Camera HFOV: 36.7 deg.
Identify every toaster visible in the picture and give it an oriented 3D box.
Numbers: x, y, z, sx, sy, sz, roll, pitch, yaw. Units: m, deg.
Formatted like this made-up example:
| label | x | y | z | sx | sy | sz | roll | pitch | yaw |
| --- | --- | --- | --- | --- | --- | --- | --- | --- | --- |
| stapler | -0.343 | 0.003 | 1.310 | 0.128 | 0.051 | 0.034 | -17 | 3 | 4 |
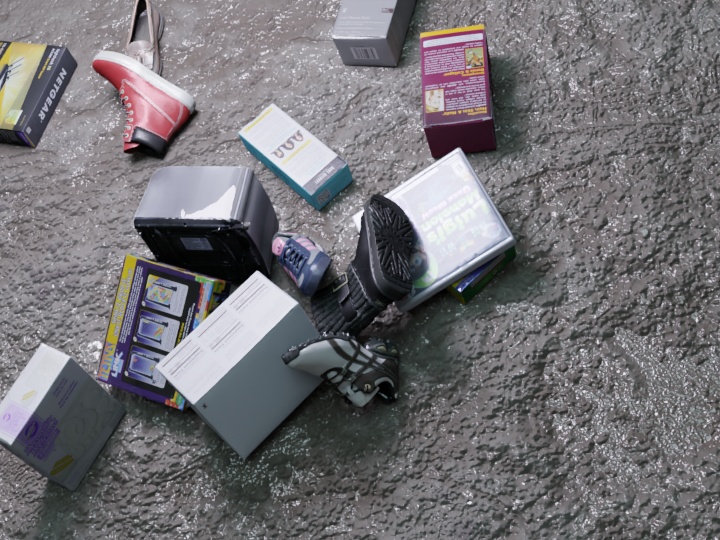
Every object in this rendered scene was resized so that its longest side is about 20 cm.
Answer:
| label | x | y | z | sx | sy | sz | roll | pitch | yaw |
| --- | --- | --- | --- | --- | --- | --- | --- | --- | --- |
| toaster | -0.226 | -0.065 | 1.681 | 0.199 | 0.181 | 0.119 | 1 | 59 | 16 |

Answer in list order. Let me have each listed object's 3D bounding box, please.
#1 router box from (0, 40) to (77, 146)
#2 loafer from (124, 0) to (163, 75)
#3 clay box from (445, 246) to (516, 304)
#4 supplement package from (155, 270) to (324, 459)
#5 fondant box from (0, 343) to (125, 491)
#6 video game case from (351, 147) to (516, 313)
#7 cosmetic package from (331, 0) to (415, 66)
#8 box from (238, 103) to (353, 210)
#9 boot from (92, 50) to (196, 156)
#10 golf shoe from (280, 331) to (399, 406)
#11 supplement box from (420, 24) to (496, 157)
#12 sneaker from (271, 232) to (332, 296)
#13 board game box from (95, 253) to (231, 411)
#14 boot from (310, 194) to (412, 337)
| label | x | y | z | sx | sy | sz | roll | pitch | yaw |
| --- | --- | --- | --- | --- | --- | --- | --- | --- | --- |
| router box | -0.640 | -0.331 | 2.020 | 0.157 | 0.052 | 0.200 | 8 | 63 | 19 |
| loafer | -0.406 | -0.417 | 2.003 | 0.072 | 0.063 | 0.200 | -6 | 59 | 9 |
| clay box | 0.127 | -0.053 | 1.660 | 0.115 | 0.048 | 0.200 | -43 | 60 | -10 |
| supplement package | -0.157 | 0.136 | 1.550 | 0.200 | 0.156 | 0.111 | -44 | 46 | -12 |
| fondant box | -0.433 | 0.214 | 1.558 | 0.058 | 0.200 | 0.144 | 21 | 68 | 24 |
| video game case | 0.106 | -0.061 | 1.623 | 0.200 | 0.023 | 0.182 | -32 | 62 | 10 |
| cosmetic package | 0.030 | -0.460 | 1.904 | 0.107 | 0.090 | 0.200 | 4 | 64 | 20 |
| box | -0.108 | -0.190 | 1.801 | 0.082 | 0.049 | 0.200 | -42 | 59 | -11 |
| boot | -0.409 | -0.287 | 1.901 | 0.200 | 0.072 | 0.144 | 31 | 73 | 5 |
| golf shoe | -0.018 | 0.141 | 1.513 | 0.078 | 0.200 | 0.095 | -35 | 59 | 44 |
| supplement box | 0.159 | -0.293 | 1.771 | 0.110 | 0.086 | 0.200 | -6 | 59 | 11 |
| sneaker | -0.095 | -0.014 | 1.613 | 0.082 | 0.200 | 0.070 | 29 | 92 | -12 |
| board game box | -0.297 | 0.092 | 1.634 | 0.165 | 0.057 | 0.200 | 16 | 93 | 23 |
| boot | -0.002 | -0.001 | 1.595 | 0.158 | 0.079 | 0.211 | -43 | 30 | 35 |
